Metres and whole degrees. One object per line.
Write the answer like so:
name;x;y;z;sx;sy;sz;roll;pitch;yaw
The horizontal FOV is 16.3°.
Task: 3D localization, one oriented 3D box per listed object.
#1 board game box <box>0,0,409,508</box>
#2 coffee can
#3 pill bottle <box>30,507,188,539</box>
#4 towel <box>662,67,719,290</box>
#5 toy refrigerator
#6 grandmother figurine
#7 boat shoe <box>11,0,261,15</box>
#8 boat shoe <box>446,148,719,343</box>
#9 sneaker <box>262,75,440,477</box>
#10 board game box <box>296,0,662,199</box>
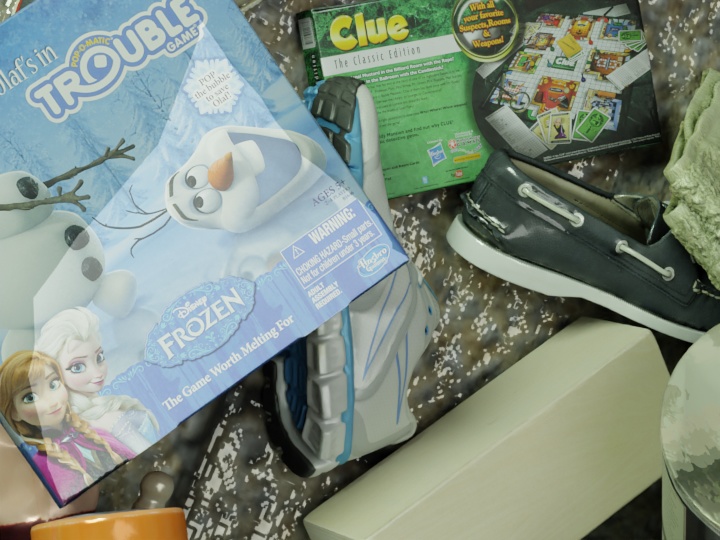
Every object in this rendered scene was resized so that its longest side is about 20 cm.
board game box;-0.113;-0.029;1.163;0.199;0.043;0.200;-35;90;-12
coffee can;0.224;0.131;1.281;0.146;0.146;0.201;-42;150;-21
pill bottle;-0.102;0.208;1.115;0.105;0.106;0.202;-3;82;-26
towel;0.235;-0.009;1.362;0.200;0.036;0.149;50;33;-15
toy refrigerator;0.073;0.110;1.300;0.199;0.070;0.076;-35;113;-24
grandmother figurine;-0.149;0.117;1.203;0.120;0.061;0.202;-5;94;1
boat shoe;-0.079;-0.152;1.235;0.199;0.062;0.072;-27;103;-23
boat shoe;0.143;-0.012;1.327;0.199;0.076;0.061;14;113;-29
sneaker;0.000;0.000;1.265;0.086;0.075;0.202;-7;108;-33
board game box;0.066;-0.101;1.328;0.199;0.023;0.106;-12;97;-27
